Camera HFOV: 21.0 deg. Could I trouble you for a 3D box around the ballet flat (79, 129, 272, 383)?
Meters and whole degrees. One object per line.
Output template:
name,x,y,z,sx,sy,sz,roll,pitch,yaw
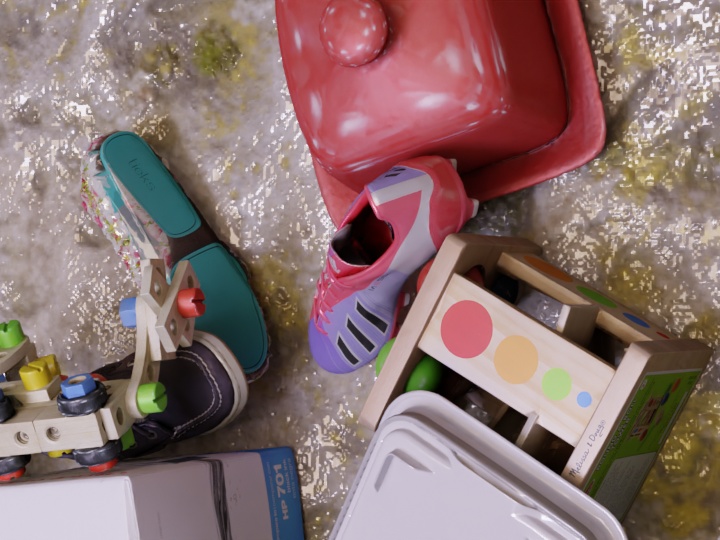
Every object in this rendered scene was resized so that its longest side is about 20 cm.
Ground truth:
ballet flat,-0.125,-0.003,1.291,0.200,0.075,0.064,60,144,14

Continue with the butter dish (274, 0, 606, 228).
butter dish,0.023,-0.137,1.168,0.199,0.148,0.200,-17,82,25

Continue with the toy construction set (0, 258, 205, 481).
toy construction set,-0.180,0.068,1.188,0.199,0.131,0.092,-23,104,24

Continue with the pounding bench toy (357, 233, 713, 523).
pounding bench toy,0.081,0.095,1.147,0.156,0.124,0.201,31,103,24

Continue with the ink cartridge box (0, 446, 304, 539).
ink cartridge box,-0.146,0.164,1.216,0.146,0.200,0.086,-7,86,26

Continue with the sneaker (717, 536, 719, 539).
sneaker,0.262,0.158,1.084,0.105,0.076,0.200,34,103,22

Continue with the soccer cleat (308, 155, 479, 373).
soccer cleat,0.000,0.000,1.181,0.067,0.076,0.200,64,143,22

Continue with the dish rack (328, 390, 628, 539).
dish rack,0.045,0.186,1.086,0.171,0.043,0.201,34,115,24

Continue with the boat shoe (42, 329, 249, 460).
boat shoe,-0.148,0.090,1.257,0.200,0.065,0.072,-17,102,49
